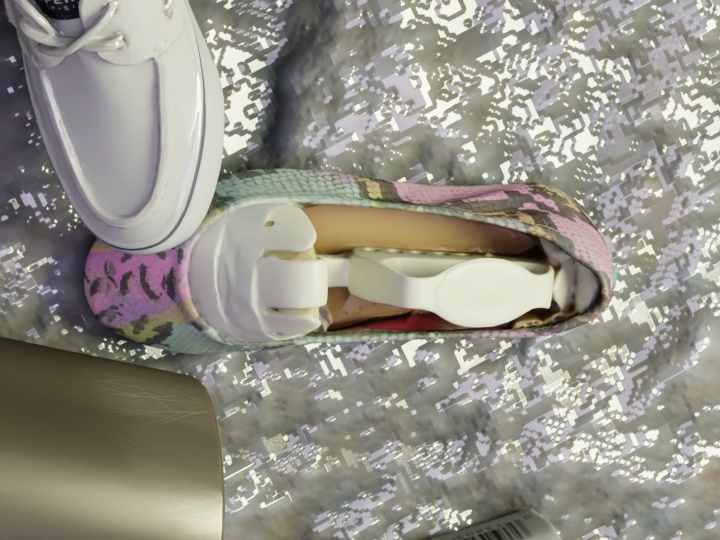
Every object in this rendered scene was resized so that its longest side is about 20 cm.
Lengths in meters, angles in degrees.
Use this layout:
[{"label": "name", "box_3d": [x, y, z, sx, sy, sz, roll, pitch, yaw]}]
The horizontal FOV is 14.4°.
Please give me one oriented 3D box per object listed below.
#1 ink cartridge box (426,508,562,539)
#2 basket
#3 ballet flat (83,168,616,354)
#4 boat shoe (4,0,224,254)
[{"label": "ink cartridge box", "box_3d": [0.020, 0.211, 1.112, 0.161, 0.050, 0.201, -16, 102, -8]}, {"label": "basket", "box_3d": [-0.157, 0.086, 1.002, 0.199, 0.136, 0.181, 3, 125, -18]}, {"label": "ballet flat", "box_3d": [0.000, 0.000, 1.049, 0.198, 0.071, 0.070, -1, 104, -12]}, {"label": "boat shoe", "box_3d": [-0.093, -0.101, 0.994, 0.071, 0.066, 0.202, 1, 101, 17]}]
